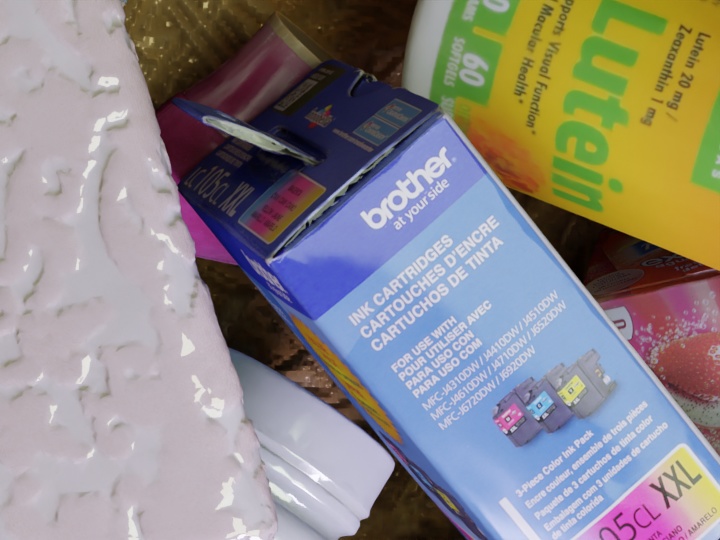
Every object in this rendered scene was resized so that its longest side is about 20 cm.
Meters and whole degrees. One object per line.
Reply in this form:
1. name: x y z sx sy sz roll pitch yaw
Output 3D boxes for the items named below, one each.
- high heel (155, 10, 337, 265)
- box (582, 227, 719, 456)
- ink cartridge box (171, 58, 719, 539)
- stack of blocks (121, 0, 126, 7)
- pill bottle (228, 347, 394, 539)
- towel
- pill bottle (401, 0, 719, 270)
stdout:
1. high heel: 0.000 0.000 1.003 0.096 0.067 0.200 -44 126 8
2. box: 0.151 0.080 1.044 0.095 0.100 0.200 -12 104 13
3. ink cartridge box: 0.021 0.011 0.900 0.076 0.136 0.200 -39 108 -5
4. stack of blocks: -0.145 -0.169 0.899 0.200 0.059 0.115 37 79 -26
5. pill bottle: -0.072 0.129 0.945 0.109 0.109 0.200 38 79 -26
6. towel: -0.142 0.016 0.866 0.191 0.032 0.200 -18 86 1
7. pill bottle: 0.124 -0.058 0.938 0.111 0.200 0.111 -55 158 -35
